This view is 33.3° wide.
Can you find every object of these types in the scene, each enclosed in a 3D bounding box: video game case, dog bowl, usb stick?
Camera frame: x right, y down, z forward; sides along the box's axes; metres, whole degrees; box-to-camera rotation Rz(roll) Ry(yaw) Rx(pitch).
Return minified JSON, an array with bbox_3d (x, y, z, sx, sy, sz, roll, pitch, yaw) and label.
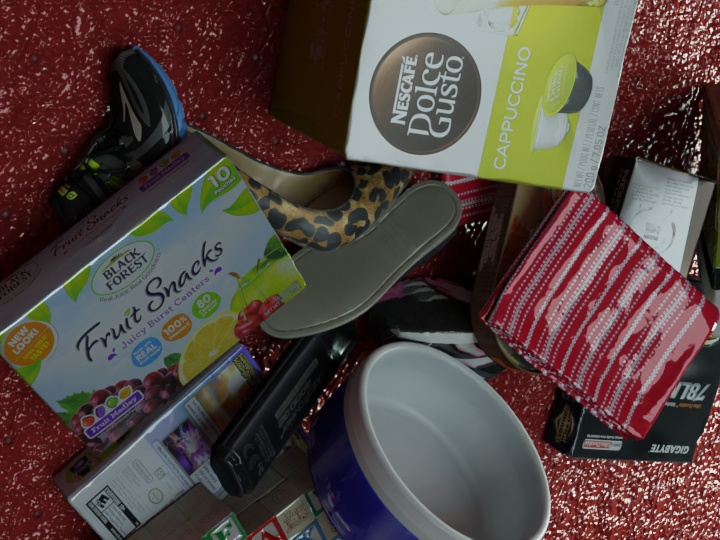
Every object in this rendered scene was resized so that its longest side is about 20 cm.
[{"bbox_3d":[-0.125,0.181,1.003,0.181,0.045,0.201,-41,124,-15],"label":"video game case"},{"bbox_3d":[0.056,0.161,0.983,0.199,0.201,0.079,18,129,-37],"label":"dog bowl"},{"bbox_3d":[-0.058,0.097,0.975,0.200,0.032,0.056,-54,136,-43],"label":"usb stick"}]

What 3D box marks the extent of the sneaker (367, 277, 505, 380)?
[{"bbox_3d":[0.097,0.065,1.094,0.198,0.081,0.087,3,124,-25],"label":"sneaker"}]

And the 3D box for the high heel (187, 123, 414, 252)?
[{"bbox_3d":[-0.053,-0.082,0.940,0.198,0.071,0.144,-27,126,-13],"label":"high heel"}]

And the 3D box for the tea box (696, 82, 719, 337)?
[{"bbox_3d":[0.396,-0.064,1.151,0.132,0.200,0.199,1,111,11],"label":"tea box"}]

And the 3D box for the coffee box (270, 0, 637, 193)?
[{"bbox_3d":[0.062,-0.183,0.883,0.196,0.200,0.202,6,103,-21],"label":"coffee box"}]

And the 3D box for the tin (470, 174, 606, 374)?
[{"bbox_3d":[0.155,-0.010,1.053,0.111,0.042,0.202,23,76,-36],"label":"tin"}]

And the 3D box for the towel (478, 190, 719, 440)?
[{"bbox_3d":[0.209,0.039,1.025,0.199,0.022,0.145,38,85,-23],"label":"towel"}]

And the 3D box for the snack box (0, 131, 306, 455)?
[{"bbox_3d":[-0.152,0.018,0.854,0.200,0.053,0.143,-40,133,-10],"label":"snack box"}]

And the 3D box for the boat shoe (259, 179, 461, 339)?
[{"bbox_3d":[0.000,0.000,1.008,0.199,0.073,0.063,-34,167,-14],"label":"boat shoe"}]

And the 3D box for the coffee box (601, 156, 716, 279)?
[{"bbox_3d":[0.248,0.001,1.113,0.079,0.114,0.202,15,96,-4],"label":"coffee box"}]

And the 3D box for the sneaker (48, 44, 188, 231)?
[{"bbox_3d":[-0.179,-0.061,0.867,0.082,0.071,0.202,2,108,-40],"label":"sneaker"}]

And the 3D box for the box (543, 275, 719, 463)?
[{"bbox_3d":[0.300,0.100,1.258,0.198,0.050,0.201,10,100,-35],"label":"box"}]

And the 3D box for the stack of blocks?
[{"bbox_3d":[-0.105,0.231,0.969,0.199,0.058,0.116,-35,123,-20],"label":"stack of blocks"}]

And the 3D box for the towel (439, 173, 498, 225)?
[{"bbox_3d":[0.132,-0.144,1.067,0.143,0.022,0.202,-12,113,-29],"label":"towel"}]
